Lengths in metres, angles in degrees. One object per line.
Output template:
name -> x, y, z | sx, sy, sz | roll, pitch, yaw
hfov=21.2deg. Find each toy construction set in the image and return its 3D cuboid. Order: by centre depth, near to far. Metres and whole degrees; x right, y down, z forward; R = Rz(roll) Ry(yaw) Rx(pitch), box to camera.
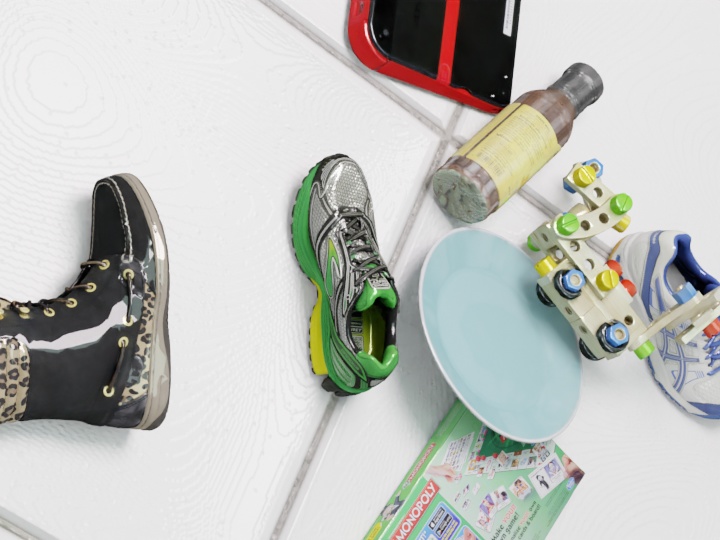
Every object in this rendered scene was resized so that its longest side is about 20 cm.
toy construction set -> 0.229, 0.002, 1.714 | 0.200, 0.092, 0.131 | 45, 63, 10

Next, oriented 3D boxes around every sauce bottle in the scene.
sauce bottle -> 0.147, -0.119, 1.727 | 0.200, 0.065, 0.065 | -41, 103, -31

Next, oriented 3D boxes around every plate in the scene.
plate -> 0.117, 0.058, 1.673 | 0.200, 0.026, 0.200 | 25, 51, -34

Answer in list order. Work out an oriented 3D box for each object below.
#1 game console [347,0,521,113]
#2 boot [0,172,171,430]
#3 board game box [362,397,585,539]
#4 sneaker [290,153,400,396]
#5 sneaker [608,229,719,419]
game console -> 0.072, -0.257, 1.732 | 0.177, 0.031, 0.200 | 18, 72, -35
boot -> -0.224, 0.025, 1.454 | 0.150, 0.073, 0.200 | -2, 87, -33
board game box -> 0.097, 0.206, 1.651 | 0.135, 0.029, 0.200 | 46, 60, -16
sneaker -> 0.000, 0.000, 1.595 | 0.078, 0.085, 0.200 | -5, 83, -34
sneaker -> 0.307, 0.053, 1.784 | 0.075, 0.088, 0.200 | -42, 105, -34
